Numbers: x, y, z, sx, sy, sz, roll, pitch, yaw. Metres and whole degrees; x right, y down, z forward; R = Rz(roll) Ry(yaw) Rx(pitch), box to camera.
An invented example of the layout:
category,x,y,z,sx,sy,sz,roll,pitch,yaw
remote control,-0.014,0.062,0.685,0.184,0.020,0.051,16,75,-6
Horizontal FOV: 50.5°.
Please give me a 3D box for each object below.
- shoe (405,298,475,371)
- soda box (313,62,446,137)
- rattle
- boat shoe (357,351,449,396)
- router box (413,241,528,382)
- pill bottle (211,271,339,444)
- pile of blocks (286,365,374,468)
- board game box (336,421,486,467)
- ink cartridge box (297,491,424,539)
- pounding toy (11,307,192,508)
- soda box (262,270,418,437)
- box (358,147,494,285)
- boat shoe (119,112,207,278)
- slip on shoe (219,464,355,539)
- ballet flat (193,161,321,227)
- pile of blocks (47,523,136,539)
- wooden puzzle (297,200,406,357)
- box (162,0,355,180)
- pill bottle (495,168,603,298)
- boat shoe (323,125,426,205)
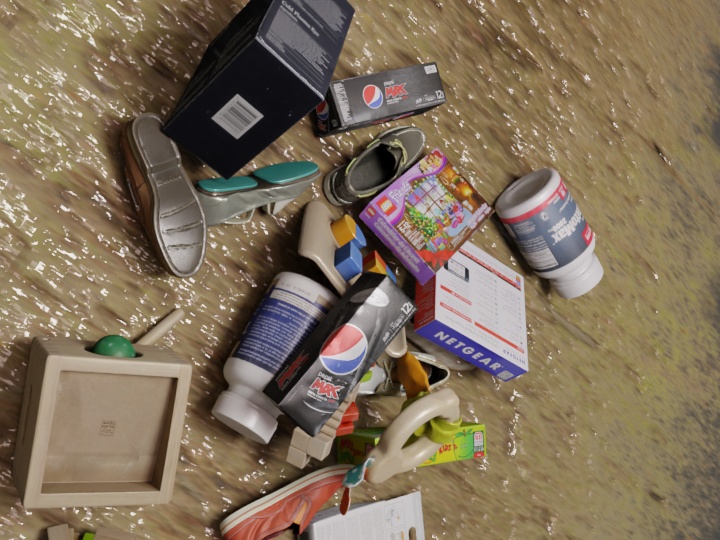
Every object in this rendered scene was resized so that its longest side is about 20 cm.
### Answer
category,x,y,z,sx,sy,sz,roll,pitch,yaw
shoe,0.123,0.102,1.177,0.199,0.053,0.071,30,70,-28
soda box,0.027,-0.252,1.121,0.198,0.070,0.064,-19,95,-32
rattle,0.022,0.198,0.981,0.198,0.131,0.144,-31,70,-15
boat shoe,0.039,0.145,1.106,0.197,0.068,0.076,-2,89,-31
router box,0.172,0.049,1.176,0.199,0.049,0.182,30,47,-27
pill bottle,-0.108,0.113,0.985,0.111,0.110,0.202,39,66,-25
pile of blocks,-0.023,0.171,0.997,0.202,0.061,0.082,-63,162,-18
board game box,0.075,0.251,1.103,0.197,0.101,0.048,1,84,-34
ink cartridge box,0.005,0.412,1.081,0.198,0.057,0.166,-3,88,-43
pounding toy,-0.281,0.144,0.868,0.182,0.142,0.203,9,92,-32
soda box,-0.024,0.096,0.915,0.063,0.071,0.201,45,76,-21
box,0.103,-0.085,1.137,0.137,0.039,0.200,46,47,1
boat shoe,-0.244,-0.088,0.939,0.071,0.067,0.203,-15,92,-42
slip on shoe,-0.085,0.313,1.000,0.198,0.074,0.062,-21,68,-28
ballet flat,-0.138,-0.101,1.020,0.198,0.067,0.065,-18,125,-39
pile of blocks,-0.349,0.338,0.844,0.197,0.083,0.063,-2,130,-25
wooden puzzle,0.000,0.000,1.040,0.046,0.186,0.200,-36,110,16
box,-0.120,-0.244,0.924,0.104,0.199,0.184,37,46,-26
pill bottle,0.325,-0.058,1.290,0.120,0.119,0.201,-47,111,-27
boat shoe,0.035,-0.160,1.135,0.201,0.060,0.073,-37,106,-31
